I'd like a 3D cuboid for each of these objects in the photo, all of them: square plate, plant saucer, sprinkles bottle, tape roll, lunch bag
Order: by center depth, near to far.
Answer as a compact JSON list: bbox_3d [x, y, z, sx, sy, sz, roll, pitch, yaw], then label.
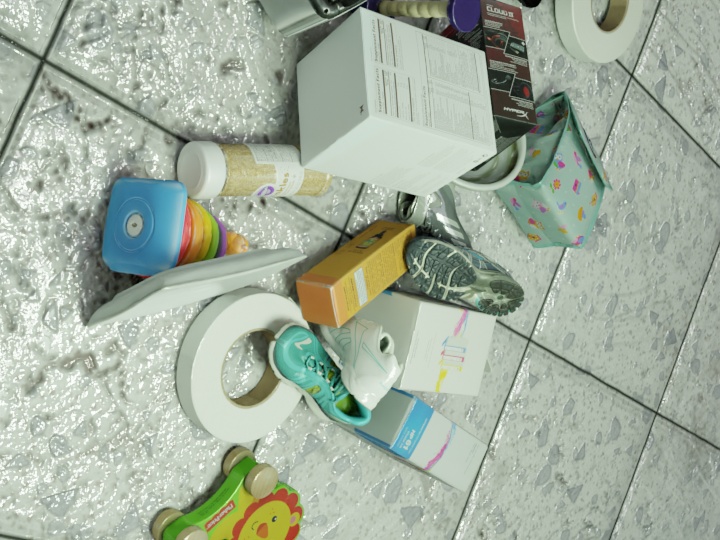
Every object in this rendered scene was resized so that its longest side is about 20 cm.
[{"bbox_3d":[-0.192,0.016,1.211,0.197,0.199,0.029,-15,86,-40],"label":"square plate"},{"bbox_3d":[-0.127,-0.124,1.307,0.199,0.068,0.069,-5,105,-43],"label":"sprinkles bottle"},{"bbox_3d":[-0.148,0.123,1.377,0.202,0.037,0.205,-13,110,-41],"label":"tape roll"},{"bbox_3d":[0.145,-0.199,1.522,0.198,0.050,0.202,11,64,-25],"label":"plant saucer"},{"bbox_3d":[0.318,-0.160,1.683,0.171,0.121,0.201,50,59,-37],"label":"lunch bag"},{"bbox_3d":[0.393,-0.443,1.722,0.202,0.037,0.205,-13,110,-40],"label":"tape roll"}]

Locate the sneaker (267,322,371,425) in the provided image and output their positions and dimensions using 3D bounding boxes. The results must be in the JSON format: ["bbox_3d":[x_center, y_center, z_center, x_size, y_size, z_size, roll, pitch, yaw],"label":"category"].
[{"bbox_3d":[-0.049,0.139,1.396,0.078,0.079,0.200,-55,132,-18],"label":"sneaker"}]

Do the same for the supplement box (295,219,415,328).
[{"bbox_3d":[0.000,0.000,1.440,0.200,0.066,0.069,-39,127,-42],"label":"supplement box"}]

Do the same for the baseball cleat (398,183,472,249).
[{"bbox_3d":[0.107,-0.064,1.556,0.106,0.069,0.202,-25,108,-29],"label":"baseball cleat"}]

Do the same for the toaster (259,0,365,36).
[{"bbox_3d":[-0.042,-0.393,1.256,0.181,0.118,0.201,-41,108,-27],"label":"toaster"}]

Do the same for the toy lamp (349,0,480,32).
[{"bbox_3d":[0.063,-0.332,1.337,0.058,0.199,0.059,-15,113,-41],"label":"toy lamp"}]

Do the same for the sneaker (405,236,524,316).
[{"bbox_3d":[0.139,0.000,1.510,0.199,0.087,0.078,27,113,-28],"label":"sneaker"}]

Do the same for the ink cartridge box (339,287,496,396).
[{"bbox_3d":[0.094,0.103,1.537,0.199,0.128,0.127,11,94,-45],"label":"ink cartridge box"}]

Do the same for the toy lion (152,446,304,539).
[{"bbox_3d":[-0.163,0.351,1.416,0.200,0.068,0.193,-39,132,-29],"label":"toy lion"}]

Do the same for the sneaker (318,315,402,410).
[{"bbox_3d":[0.003,0.098,1.405,0.080,0.201,0.070,-42,129,9],"label":"sneaker"}]

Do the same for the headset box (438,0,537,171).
[{"bbox_3d":[0.158,-0.260,1.434,0.074,0.148,0.202,7,66,-28],"label":"headset box"}]

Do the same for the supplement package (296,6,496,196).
[{"bbox_3d":[0.043,-0.205,1.333,0.199,0.151,0.152,10,65,-34],"label":"supplement package"}]

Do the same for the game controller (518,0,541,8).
[{"bbox_3d":[0.226,-0.484,1.560,0.200,0.042,0.105,40,74,-43],"label":"game controller"}]

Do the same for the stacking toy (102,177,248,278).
[{"bbox_3d":[-0.201,-0.039,1.254,0.199,0.115,0.111,13,85,-59],"label":"stacking toy"}]

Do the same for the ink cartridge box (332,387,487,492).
[{"bbox_3d":[0.069,0.235,1.538,0.200,0.144,0.085,36,77,-42],"label":"ink cartridge box"}]
